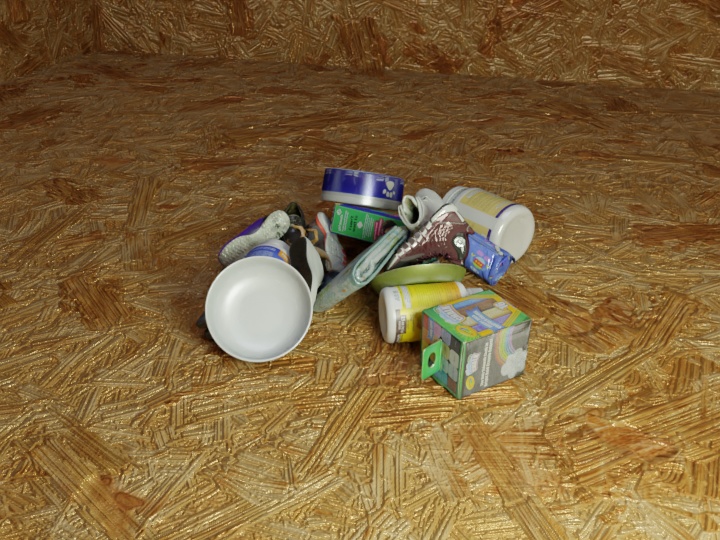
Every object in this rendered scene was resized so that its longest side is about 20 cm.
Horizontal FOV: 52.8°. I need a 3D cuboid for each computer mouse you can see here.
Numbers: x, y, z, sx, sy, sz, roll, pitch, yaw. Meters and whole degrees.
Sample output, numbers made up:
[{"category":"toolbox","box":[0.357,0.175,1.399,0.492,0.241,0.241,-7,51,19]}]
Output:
[{"category":"computer mouse","box":[-0.103,0.044,1.545,0.058,0.034,0.200,23,36,34]}]

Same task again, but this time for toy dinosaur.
[{"category":"toy dinosaur","box":[-0.121,-0.046,1.647,0.199,0.107,0.060,-2,-13,36]}]

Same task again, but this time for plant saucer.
[{"category":"plant saucer","box":[0.117,0.028,1.474,0.199,0.031,0.200,-6,-16,-2]}]

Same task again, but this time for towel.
[{"category":"towel","box":[0.000,0.000,1.495,0.048,0.171,0.200,48,49,-2]}]

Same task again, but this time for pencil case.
[{"category":"pencil case","box":[0.243,-0.052,1.612,0.200,0.087,0.078,38,50,20]}]

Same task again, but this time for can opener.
[{"category":"can opener","box":[-0.288,0.075,1.485,0.067,0.054,0.200,-24,19,25]}]

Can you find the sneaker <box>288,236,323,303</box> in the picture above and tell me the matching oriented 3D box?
[{"category":"sneaker","box":[-0.103,0.026,1.487,0.072,0.085,0.201,-20,46,23]}]

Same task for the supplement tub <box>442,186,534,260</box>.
[{"category":"supplement tub","box":[0.294,-0.112,1.720,0.145,0.146,0.200,-20,35,-33]}]

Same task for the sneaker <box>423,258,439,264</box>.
[{"category":"sneaker","box":[0.116,-0.018,1.583,0.077,0.080,0.200,-10,12,23]}]

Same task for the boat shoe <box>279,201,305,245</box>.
[{"category":"boat shoe","box":[-0.171,-0.108,1.790,0.073,0.065,0.200,-2,29,-8]}]

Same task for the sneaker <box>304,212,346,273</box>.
[{"category":"sneaker","box":[-0.090,-0.050,1.702,0.082,0.077,0.201,-34,37,16]}]

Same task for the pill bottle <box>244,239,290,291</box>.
[{"category":"pill bottle","box":[-0.200,0.011,1.519,0.111,0.113,0.200,4,28,7]}]

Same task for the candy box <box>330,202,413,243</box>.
[{"category":"candy box","box":[0.054,-0.102,1.715,0.199,0.078,0.169,13,8,23]}]

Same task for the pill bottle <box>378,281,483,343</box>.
[{"category":"pill bottle","box":[0.140,0.079,1.402,0.199,0.110,0.109,-5,29,-8]}]

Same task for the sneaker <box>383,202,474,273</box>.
[{"category":"sneaker","box":[0.147,-0.030,1.452,0.116,0.200,0.076,46,10,7]}]

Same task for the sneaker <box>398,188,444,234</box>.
[{"category":"sneaker","box":[0.132,-0.138,1.570,0.073,0.116,0.201,-27,39,19]}]

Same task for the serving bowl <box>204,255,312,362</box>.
[{"category":"serving bowl","box":[-0.190,0.077,1.369,0.199,0.202,0.066,-2,-14,-5]}]

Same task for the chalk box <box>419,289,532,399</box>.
[{"category":"chalk box","box":[0.183,0.134,1.287,0.199,0.125,0.124,-14,32,-27]}]

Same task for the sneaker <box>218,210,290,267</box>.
[{"category":"sneaker","box":[-0.261,-0.066,1.719,0.200,0.070,0.099,-38,16,-29]}]

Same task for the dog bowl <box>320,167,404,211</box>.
[{"category":"dog bowl","box":[0.006,-0.197,1.769,0.199,0.079,0.200,9,4,-1]}]
